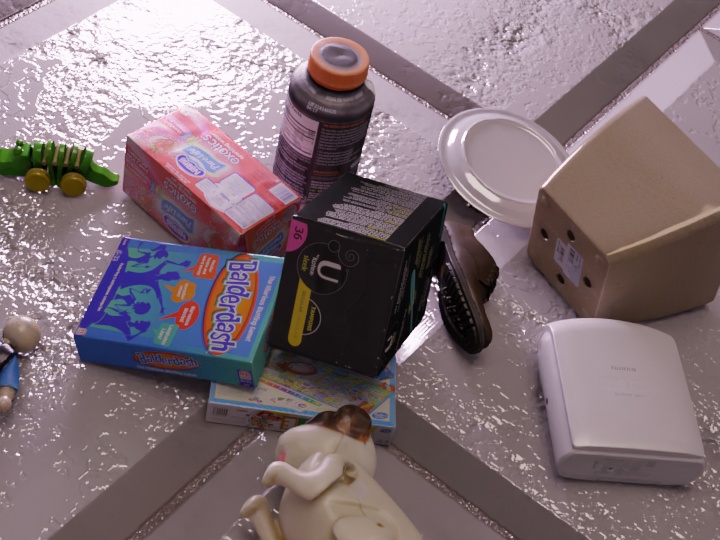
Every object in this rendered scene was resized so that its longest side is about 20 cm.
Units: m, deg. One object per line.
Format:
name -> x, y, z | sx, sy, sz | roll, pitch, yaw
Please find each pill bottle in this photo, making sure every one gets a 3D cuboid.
pill bottle -> -0.041, -0.183, 1.607 | 0.106, 0.200, 0.106 | 8, 47, -8

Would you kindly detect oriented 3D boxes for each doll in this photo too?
doll -> -0.405, 0.105, 1.349 | 0.136, 0.049, 0.200 | 29, 40, 25

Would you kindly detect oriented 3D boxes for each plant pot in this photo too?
plant pot -> 0.314, -0.051, 1.596 | 0.177, 0.200, 0.200 | -25, 58, -20

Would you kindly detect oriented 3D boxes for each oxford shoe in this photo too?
oxford shoe -> 0.131, 0.013, 1.560 | 0.084, 0.073, 0.200 | 2, 48, -16

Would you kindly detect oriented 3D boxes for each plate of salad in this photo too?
plate of salad -> 0.190, -0.130, 1.726 | 0.199, 0.048, 0.201 | 12, 52, -15

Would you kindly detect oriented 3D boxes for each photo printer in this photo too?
photo printer -> 0.285, 0.138, 1.485 | 0.166, 0.070, 0.200 | 6, 47, -9

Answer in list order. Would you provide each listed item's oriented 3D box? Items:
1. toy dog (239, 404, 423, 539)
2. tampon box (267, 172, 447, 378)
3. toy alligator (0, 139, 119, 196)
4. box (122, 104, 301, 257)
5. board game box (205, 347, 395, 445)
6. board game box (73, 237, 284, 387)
toy dog -> -0.017, 0.223, 1.282 | 0.193, 0.140, 0.200 | -4, 47, -19
tampon box -> 0.000, 0.000, 1.431 | 0.126, 0.150, 0.200 | 16, 20, 12
toy alligator -> -0.385, -0.132, 1.571 | 0.199, 0.054, 0.059 | 7, 46, -8
box -> -0.177, -0.089, 1.557 | 0.200, 0.095, 0.103 | 39, 50, 21
board game box -> -0.061, 0.114, 1.441 | 0.199, 0.034, 0.135 | 9, 46, -7
board game box -> -0.187, 0.042, 1.433 | 0.199, 0.045, 0.152 | 7, 47, 11
